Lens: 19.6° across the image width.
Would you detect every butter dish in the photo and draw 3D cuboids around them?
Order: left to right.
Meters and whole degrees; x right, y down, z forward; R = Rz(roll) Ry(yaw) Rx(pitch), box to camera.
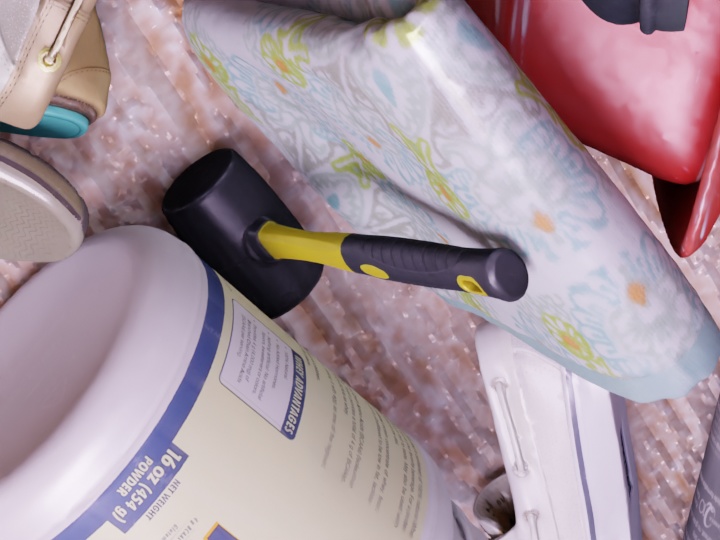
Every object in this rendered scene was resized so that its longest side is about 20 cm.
[{"bbox_3d":[0.085,-0.129,0.760,0.146,0.200,0.202,13,106,2],"label":"butter dish"}]

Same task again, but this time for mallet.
[{"bbox_3d":[0.000,0.000,0.759,0.041,0.199,0.066,-49,124,-19],"label":"mallet"}]

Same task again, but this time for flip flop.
[{"bbox_3d":[-0.197,-0.018,0.739,0.198,0.081,0.058,6,65,-17],"label":"flip flop"}]

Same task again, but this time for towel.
[{"bbox_3d":[0.026,-0.037,0.750,0.048,0.200,0.171,-49,116,-9],"label":"towel"}]

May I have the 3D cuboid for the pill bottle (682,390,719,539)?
[{"bbox_3d":[0.197,0.138,0.920,0.115,0.116,0.202,4,109,-20],"label":"pill bottle"}]

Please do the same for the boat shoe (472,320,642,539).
[{"bbox_3d":[0.085,0.107,0.905,0.069,0.071,0.202,-4,119,13],"label":"boat shoe"}]

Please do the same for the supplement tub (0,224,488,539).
[{"bbox_3d":[-0.055,0.094,0.801,0.145,0.145,0.200,-47,117,4],"label":"supplement tub"}]

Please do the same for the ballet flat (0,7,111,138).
[{"bbox_3d":[-0.188,-0.085,0.743,0.198,0.069,0.064,3,82,-22],"label":"ballet flat"}]

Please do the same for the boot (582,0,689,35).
[{"bbox_3d":[0.012,-0.153,0.638,0.166,0.202,0.077,-6,155,2],"label":"boot"}]

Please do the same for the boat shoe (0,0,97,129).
[{"bbox_3d":[-0.087,-0.140,0.723,0.066,0.074,0.201,37,81,-21],"label":"boat shoe"}]
